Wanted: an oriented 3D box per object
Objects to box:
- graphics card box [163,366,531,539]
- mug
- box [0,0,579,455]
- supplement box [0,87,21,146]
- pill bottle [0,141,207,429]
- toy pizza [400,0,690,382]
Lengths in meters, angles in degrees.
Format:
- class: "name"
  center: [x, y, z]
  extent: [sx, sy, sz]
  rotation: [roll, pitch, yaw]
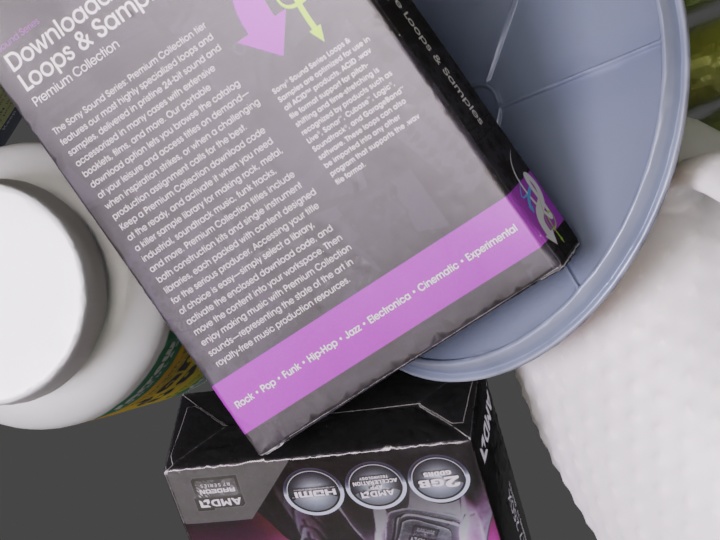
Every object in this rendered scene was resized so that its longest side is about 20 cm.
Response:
- class: "graphics card box"
  center: [0.009, 0.130, 1.185]
  extent: [0.125, 0.051, 0.200]
  rotation: [-6, 127, 14]
- class: "mug"
  center: [0.140, 0.027, 1.132]
  extent: [0.147, 0.200, 0.176]
  rotation: [-27, 77, -19]
- class: "box"
  center: [-0.035, -0.052, 1.073]
  extent: [0.143, 0.036, 0.200]
  rotation: [-32, 97, 25]
- class: "supplement box"
  center: [-0.196, -0.142, 1.202]
  extent: [0.134, 0.200, 0.200]
  rotation: [34, 100, 10]
- class: "pill bottle"
  center: [-0.116, 0.004, 1.188]
  extent: [0.112, 0.200, 0.113]
  rotation: [0, 92, 14]
- class: "toy pizza"
  center: [0.054, -0.055, 1.130]
  extent: [0.200, 0.032, 0.201]
  rotation: [-17, 67, 44]
